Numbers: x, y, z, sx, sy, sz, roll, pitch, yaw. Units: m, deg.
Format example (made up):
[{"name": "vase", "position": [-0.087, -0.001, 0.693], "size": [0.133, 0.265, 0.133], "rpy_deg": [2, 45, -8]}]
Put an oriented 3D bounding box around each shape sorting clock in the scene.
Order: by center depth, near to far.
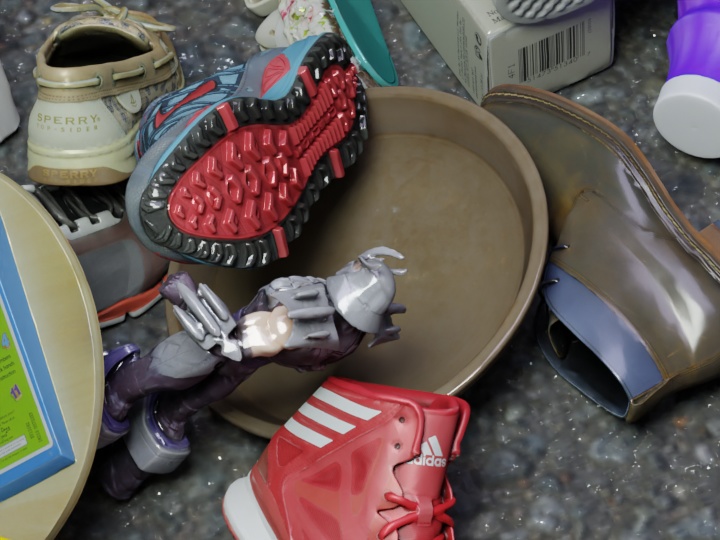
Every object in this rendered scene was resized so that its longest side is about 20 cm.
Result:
[{"name": "shape sorting clock", "position": [-0.193, 0.049, 1.331], "size": [0.200, 0.201, 0.039], "rpy_deg": [35, 23, 28]}]

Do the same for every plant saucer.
[{"name": "plant saucer", "position": [0.000, 0.000, 1.398], "size": [0.199, 0.029, 0.201], "rpy_deg": [-12, 56, 18]}]

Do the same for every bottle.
[{"name": "bottle", "position": [0.208, -0.146, 1.499], "size": [0.083, 0.065, 0.200], "rpy_deg": [16, 55, 20]}]

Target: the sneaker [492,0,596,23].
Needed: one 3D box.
[{"name": "sneaker", "position": [0.151, -0.193, 1.448], "size": [0.199, 0.079, 0.080], "rpy_deg": [-15, 57, -6]}]

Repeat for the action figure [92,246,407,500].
[{"name": "action figure", "position": [-0.062, 0.035, 1.311], "size": [0.199, 0.130, 0.070], "rpy_deg": [-27, 68, 25]}]

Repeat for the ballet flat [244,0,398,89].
[{"name": "ballet flat", "position": [-0.030, -0.146, 1.533], "size": [0.064, 0.076, 0.201], "rpy_deg": [-34, 45, 18]}]

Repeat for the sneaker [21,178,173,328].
[{"name": "sneaker", "position": [-0.148, -0.013, 1.418], "size": [0.077, 0.082, 0.200], "rpy_deg": [32, 61, 27]}]

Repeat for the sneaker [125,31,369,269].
[{"name": "sneaker", "position": [-0.069, -0.048, 1.363], "size": [0.095, 0.080, 0.200], "rpy_deg": [-11, 15, 27]}]

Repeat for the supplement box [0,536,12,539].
[{"name": "supplement box", "position": [-0.183, 0.183, 1.249], "size": [0.199, 0.110, 0.109], "rpy_deg": [14, 54, 15]}]

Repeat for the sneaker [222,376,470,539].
[{"name": "sneaker", "position": [0.019, 0.124, 1.263], "size": [0.078, 0.116, 0.200], "rpy_deg": [3, 36, -48]}]

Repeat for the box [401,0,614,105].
[{"name": "box", "position": [0.055, -0.180, 1.539], "size": [0.082, 0.069, 0.200], "rpy_deg": [-25, 54, -15]}]

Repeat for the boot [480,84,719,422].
[{"name": "boot", "position": [0.105, -0.012, 1.398], "size": [0.097, 0.075, 0.200], "rpy_deg": [-36, 59, -24]}]

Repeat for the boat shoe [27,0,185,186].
[{"name": "boat shoe", "position": [-0.129, -0.102, 1.456], "size": [0.073, 0.063, 0.200], "rpy_deg": [-2, 22, 1]}]

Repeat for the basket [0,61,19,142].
[{"name": "basket", "position": [-0.287, -0.143, 1.505], "size": [0.123, 0.136, 0.200], "rpy_deg": [-31, 55, -13]}]
